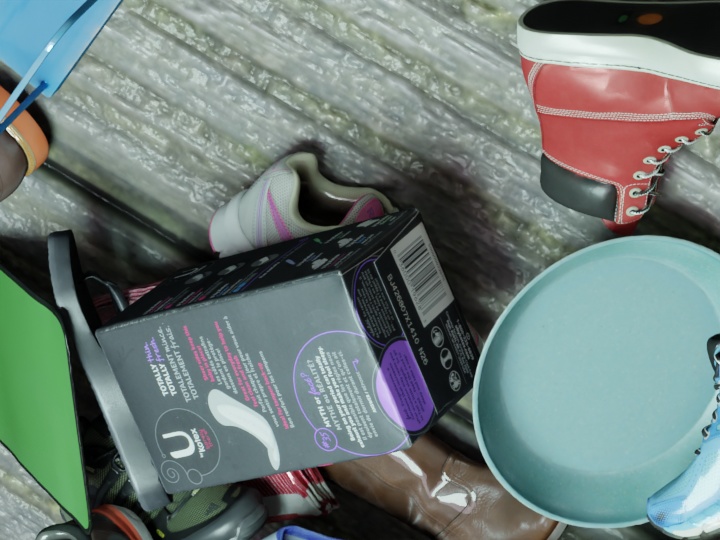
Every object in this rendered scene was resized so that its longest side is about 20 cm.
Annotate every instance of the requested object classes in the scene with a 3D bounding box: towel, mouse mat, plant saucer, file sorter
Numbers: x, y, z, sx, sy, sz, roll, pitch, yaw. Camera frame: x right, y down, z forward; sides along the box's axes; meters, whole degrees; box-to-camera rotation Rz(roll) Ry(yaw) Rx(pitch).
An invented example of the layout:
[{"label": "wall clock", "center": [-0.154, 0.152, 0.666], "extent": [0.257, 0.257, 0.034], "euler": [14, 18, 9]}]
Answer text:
[{"label": "towel", "center": [-0.111, 0.096, 1.840], "extent": [0.144, 0.023, 0.200], "euler": [-14, 115, 55]}, {"label": "mouse mat", "center": [-0.227, 0.077, 1.829], "extent": [0.200, 0.008, 0.161], "euler": [32, 132, 57]}, {"label": "plant saucer", "center": [0.162, 0.065, 1.670], "extent": [0.199, 0.036, 0.201], "euler": [-5, 114, -12]}, {"label": "file sorter", "center": [-0.264, -0.196, 1.694], "extent": [0.200, 0.123, 0.139], "euler": [40, 127, -3]}]

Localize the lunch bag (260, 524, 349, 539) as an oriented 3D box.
[{"label": "lunch bag", "center": [-0.010, 0.261, 1.825], "extent": [0.200, 0.124, 0.170], "euler": [12, 155, -32]}]

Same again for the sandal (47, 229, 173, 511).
[{"label": "sandal", "center": [-0.161, 0.062, 1.785], "extent": [0.043, 0.076, 0.201], "euler": [-21, 103, 1]}]

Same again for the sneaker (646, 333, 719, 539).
[{"label": "sneaker", "center": [0.241, 0.079, 1.649], "extent": [0.090, 0.078, 0.200], "euler": [40, 103, 0]}]

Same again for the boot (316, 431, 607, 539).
[{"label": "boot", "center": [0.053, 0.116, 1.786], "extent": [0.200, 0.064, 0.187], "euler": [37, 129, 5]}]

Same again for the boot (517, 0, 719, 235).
[{"label": "boot", "center": [0.194, -0.084, 1.592], "extent": [0.200, 0.072, 0.145], "euler": [7, 123, 30]}]

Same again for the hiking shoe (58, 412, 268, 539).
[{"label": "hiking shoe", "center": [-0.152, 0.145, 1.857], "extent": [0.200, 0.076, 0.101], "euler": [6, 129, 41]}]

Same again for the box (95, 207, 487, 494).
[{"label": "box", "center": [-0.043, 0.052, 1.663], "extent": [0.200, 0.106, 0.123], "euler": [-13, 106, 35]}]

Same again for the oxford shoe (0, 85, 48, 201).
[{"label": "oxford shoe", "center": [-0.302, -0.122, 1.779], "extent": [0.200, 0.073, 0.071], "euler": [40, 148, -3]}]

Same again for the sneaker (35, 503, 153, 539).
[{"label": "sneaker", "center": [-0.153, 0.233, 1.772], "extent": [0.200, 0.082, 0.077], "euler": [39, 122, 41]}]

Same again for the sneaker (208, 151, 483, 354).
[{"label": "sneaker", "center": [0.000, 0.000, 1.722], "extent": [0.200, 0.081, 0.088], "euler": [35, 129, 0]}]
